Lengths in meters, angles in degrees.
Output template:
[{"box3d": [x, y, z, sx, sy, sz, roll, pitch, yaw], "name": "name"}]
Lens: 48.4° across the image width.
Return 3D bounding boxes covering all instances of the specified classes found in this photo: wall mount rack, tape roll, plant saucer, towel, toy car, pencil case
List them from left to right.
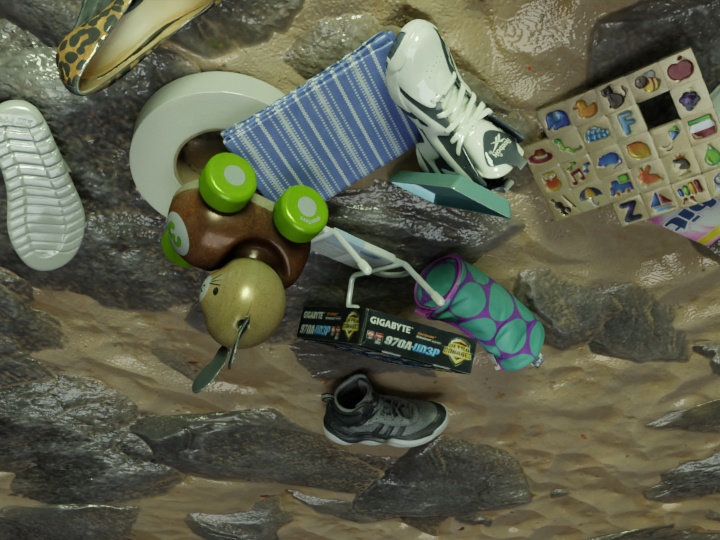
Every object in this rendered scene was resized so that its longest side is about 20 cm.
[{"box3d": [-0.147, -0.120, 0.867, 0.199, 0.037, 0.204, -3, 138, -2], "name": "tape roll"}, {"box3d": [-0.135, 0.018, 0.813, 0.156, 0.203, 0.164, 21, 147, -21], "name": "toy car"}, {"box3d": [-0.028, -0.143, 0.826, 0.198, 0.024, 0.145, -30, 139, 6], "name": "towel"}, {"box3d": [0.000, 0.000, 0.941, 0.198, 0.076, 0.173, 21, 158, -37], "name": "wall mount rack"}, {"box3d": [0.089, -0.083, 0.837, 0.069, 0.200, 0.019, 24, 90, -18], "name": "plant saucer"}, {"box3d": [0.158, 0.060, 1.049, 0.199, 0.085, 0.093, 35, 82, -33], "name": "pencil case"}]

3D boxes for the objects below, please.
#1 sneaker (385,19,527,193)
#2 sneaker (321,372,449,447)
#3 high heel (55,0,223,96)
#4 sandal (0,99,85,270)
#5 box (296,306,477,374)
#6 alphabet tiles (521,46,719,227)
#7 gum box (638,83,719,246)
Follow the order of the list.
[{"box3d": [0.104, -0.146, 0.778, 0.079, 0.129, 0.200, -44, 142, -22], "name": "sneaker"}, {"box3d": [0.036, 0.210, 1.212, 0.197, 0.076, 0.115, -4, 141, 3], "name": "sneaker"}, {"box3d": [-0.164, -0.217, 0.680, 0.197, 0.144, 0.072, -18, 136, 15], "name": "high heel"}, {"box3d": [-0.349, -0.093, 0.876, 0.081, 0.050, 0.205, -9, 127, -17], "name": "sandal"}, {"box3d": [0.027, 0.087, 1.017, 0.157, 0.047, 0.199, 18, 170, -24], "name": "box"}, {"box3d": [0.282, -0.124, 0.861, 0.198, 0.008, 0.168, -18, 117, 31], "name": "alphabet tiles"}, {"box3d": [0.402, -0.120, 0.887, 0.112, 0.067, 0.200, 20, 133, -22], "name": "gum box"}]
